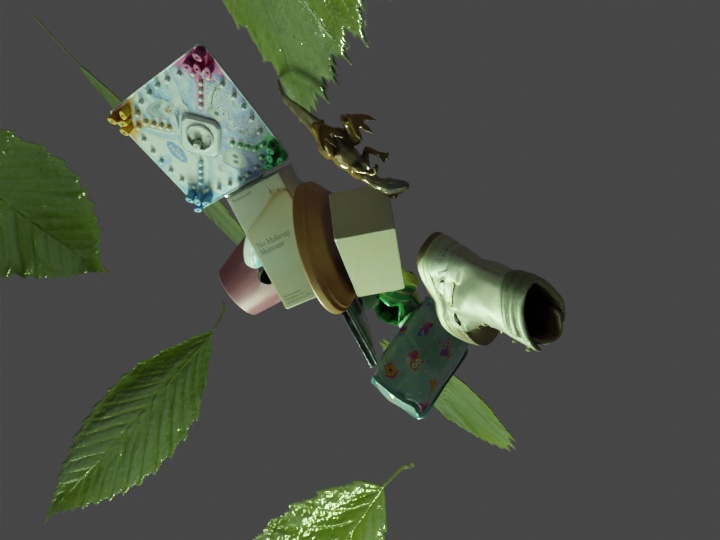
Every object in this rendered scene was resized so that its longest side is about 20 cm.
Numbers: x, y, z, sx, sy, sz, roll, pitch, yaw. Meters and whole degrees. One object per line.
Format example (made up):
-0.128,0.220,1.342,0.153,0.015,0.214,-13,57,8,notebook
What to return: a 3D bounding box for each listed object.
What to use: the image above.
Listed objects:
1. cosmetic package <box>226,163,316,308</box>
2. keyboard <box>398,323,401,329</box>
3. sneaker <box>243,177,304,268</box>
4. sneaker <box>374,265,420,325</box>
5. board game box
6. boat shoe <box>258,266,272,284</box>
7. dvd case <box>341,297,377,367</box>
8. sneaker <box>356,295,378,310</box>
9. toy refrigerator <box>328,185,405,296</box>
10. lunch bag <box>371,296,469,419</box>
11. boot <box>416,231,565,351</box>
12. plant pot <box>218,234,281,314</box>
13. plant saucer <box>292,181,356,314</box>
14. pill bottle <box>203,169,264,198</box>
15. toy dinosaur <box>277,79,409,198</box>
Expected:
-0.116,-0.054,0.853,0.202,0.102,0.073,62,-163,-16,cosmetic package
0.093,0.105,1.162,0.056,0.011,0.201,36,167,29,keyboard
-0.142,-0.070,0.924,0.081,0.074,0.202,35,124,10,sneaker
0.057,0.053,0.913,0.074,0.084,0.201,36,168,20,sneaker
-0.240,-0.198,0.792,0.197,0.026,0.201,-22,126,25,board game box
-0.122,-0.031,0.978,0.198,0.067,0.070,-26,126,31,boat shoe
-0.016,0.064,0.956,0.150,0.016,0.200,63,-175,-20,dvd case
0.001,0.000,0.992,0.115,0.072,0.201,58,180,22,sneaker
0.014,-0.036,0.717,0.201,0.074,0.071,69,-169,-66,toy refrigerator
0.104,0.159,0.923,0.121,0.171,0.200,35,168,12,lunch bag
0.160,0.049,0.610,0.154,0.072,0.201,26,160,44,boot
-0.203,-0.008,1.166,0.201,0.178,0.200,50,-173,-8,plant pot
-0.043,-0.038,0.796,0.200,0.037,0.204,-15,-89,-76,plant saucer
-0.258,-0.200,0.957,0.199,0.115,0.115,25,161,53,pill bottle
-0.033,-0.142,0.572,0.200,0.061,0.106,43,170,-3,toy dinosaur
